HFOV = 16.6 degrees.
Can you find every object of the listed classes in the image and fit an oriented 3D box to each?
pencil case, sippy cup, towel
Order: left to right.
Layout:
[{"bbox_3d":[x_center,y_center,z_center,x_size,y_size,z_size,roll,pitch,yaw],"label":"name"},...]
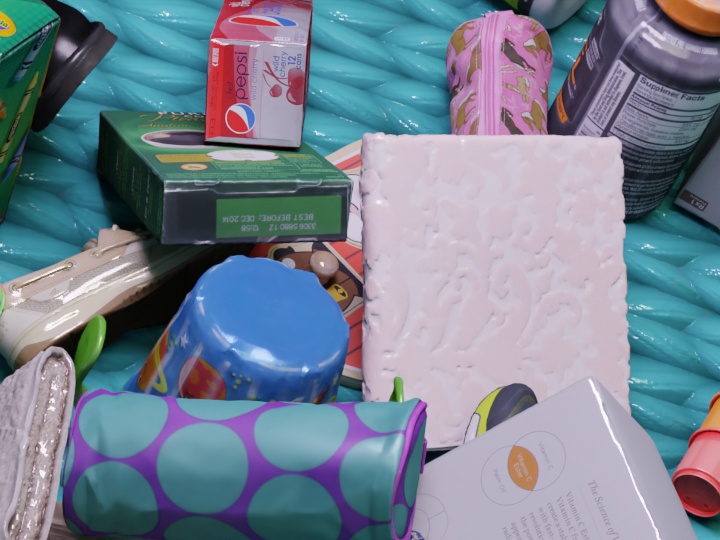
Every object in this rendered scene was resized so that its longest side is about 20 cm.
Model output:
[{"bbox_3d":[-0.216,0.145,1.345,0.034,0.132,0.201,35,39,-29],"label":"towel"},{"bbox_3d":[-0.070,0.067,1.466,0.177,0.131,0.140,-17,56,-39],"label":"sippy cup"},{"bbox_3d":[-0.062,0.109,1.360,0.199,0.086,0.092,2,5,11],"label":"pencil case"},{"bbox_3d":[0.085,0.012,1.580,0.190,0.032,0.201,-2,92,-27],"label":"towel"},{"bbox_3d":[0.095,-0.095,1.704,0.083,0.087,0.200,27,36,-18],"label":"pencil case"}]

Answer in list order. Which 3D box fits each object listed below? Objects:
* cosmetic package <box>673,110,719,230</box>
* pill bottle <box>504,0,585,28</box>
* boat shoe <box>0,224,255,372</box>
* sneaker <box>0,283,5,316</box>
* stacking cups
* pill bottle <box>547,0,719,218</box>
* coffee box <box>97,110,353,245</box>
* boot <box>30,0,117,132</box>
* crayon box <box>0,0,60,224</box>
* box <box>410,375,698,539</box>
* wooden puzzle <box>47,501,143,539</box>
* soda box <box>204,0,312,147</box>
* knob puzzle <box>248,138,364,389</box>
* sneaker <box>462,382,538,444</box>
[{"bbox_3d":[0.314,-0.107,1.821,0.107,0.090,0.200,28,43,-2],"label":"cosmetic package"},{"bbox_3d":[0.097,-0.283,1.860,0.200,0.114,0.114,38,47,12],"label":"pill bottle"},{"bbox_3d":[-0.148,0.001,1.541,0.200,0.072,0.065,-29,68,-33],"label":"boat shoe"},{"bbox_3d":[-0.306,-0.011,1.474,0.200,0.077,0.084,29,69,22],"label":"sneaker"},{"bbox_3d":[0.264,0.083,1.651,0.060,0.061,0.200,34,46,8],"label":"stacking cups"},{"bbox_3d":[0.203,-0.137,1.718,0.106,0.200,0.107,12,47,-14],"label":"pill bottle"},{"bbox_3d":[-0.089,-0.060,1.558,0.122,0.044,0.200,-1,16,-19],"label":"coffee box"},{"bbox_3d":[-0.248,-0.167,1.555,0.158,0.211,0.080,38,85,-21],"label":"boot"},{"bbox_3d":[-0.260,-0.109,1.496,0.119,0.200,0.058,39,50,12],"label":"crayon box"},{"bbox_3d":[0.089,0.183,1.384,0.106,0.200,0.153,44,21,-54],"label":"box"},{"bbox_3d":[-0.131,0.219,1.385,0.184,0.037,0.200,15,41,-10],"label":"wooden puzzle"},{"bbox_3d":[-0.065,-0.134,1.622,0.063,0.070,0.200,3,13,-1],"label":"soda box"},{"bbox_3d":[0.000,0.000,1.631,0.219,0.030,0.220,12,48,-14],"label":"knob puzzle"},{"bbox_3d":[0.115,0.154,1.499,0.074,0.081,0.201,41,34,-48],"label":"sneaker"}]
